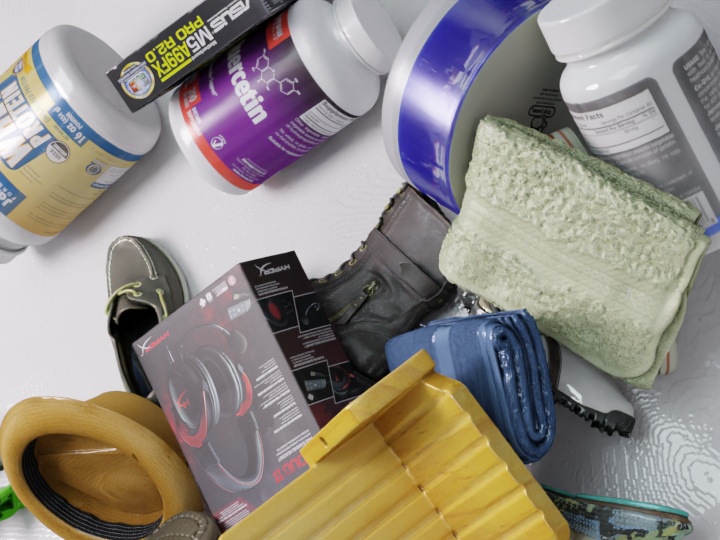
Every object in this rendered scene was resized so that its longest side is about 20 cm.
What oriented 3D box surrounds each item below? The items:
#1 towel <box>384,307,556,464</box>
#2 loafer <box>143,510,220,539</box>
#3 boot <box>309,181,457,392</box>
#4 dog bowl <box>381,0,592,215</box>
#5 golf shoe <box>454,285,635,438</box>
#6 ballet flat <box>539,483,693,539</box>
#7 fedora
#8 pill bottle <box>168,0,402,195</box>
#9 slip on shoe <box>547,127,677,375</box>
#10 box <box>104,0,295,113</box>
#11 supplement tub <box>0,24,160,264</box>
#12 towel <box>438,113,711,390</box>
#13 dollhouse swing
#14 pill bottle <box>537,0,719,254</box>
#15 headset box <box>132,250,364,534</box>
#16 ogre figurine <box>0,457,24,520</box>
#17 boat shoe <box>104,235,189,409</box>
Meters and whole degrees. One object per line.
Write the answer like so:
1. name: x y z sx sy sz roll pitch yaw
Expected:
1. towel: 0.086 0.090 1.578 0.200 0.048 0.113 -11 90 66
2. loafer: -0.167 0.257 1.736 0.199 0.068 0.076 -30 15 49
3. boot: 0.000 0.000 1.738 0.200 0.069 0.175 36 95 30
4. dog bowl: 0.115 -0.135 1.613 0.079 0.200 0.201 37 95 38
5. golf shoe: 0.154 0.042 1.592 0.095 0.078 0.200 -50 51 9
6. ballet flat: 0.157 0.192 1.537 0.199 0.074 0.075 7 76 48
7. fedora: -0.211 0.162 1.792 0.199 0.202 0.082 -9 30 34
8. pill bottle: -0.062 -0.159 1.815 0.199 0.112 0.113 -33 55 22
9. slip on shoe: 0.178 -0.008 1.567 0.061 0.074 0.201 -29 82 0
10. box: -0.119 -0.217 1.839 0.160 0.200 0.044 -32 96 22
11. supplement tub: -0.300 -0.115 1.956 0.200 0.144 0.145 -40 52 17
12. towel: 0.151 -0.015 1.518 0.199 0.036 0.149 31 122 25
13. dollhouse swing: 0.017 0.204 1.506 0.201 0.175 0.182 54 151 6
14. pill bottle: 0.214 -0.117 1.519 0.113 0.201 0.114 -27 16 8
15. headset box: -0.077 0.109 1.688 0.148 0.075 0.201 -34 77 37
16. ogre figurine: -0.385 0.215 1.920 0.120 0.098 0.201 37 107 29
17. boat shoe: -0.191 0.045 1.863 0.072 0.060 0.203 -35 55 21
